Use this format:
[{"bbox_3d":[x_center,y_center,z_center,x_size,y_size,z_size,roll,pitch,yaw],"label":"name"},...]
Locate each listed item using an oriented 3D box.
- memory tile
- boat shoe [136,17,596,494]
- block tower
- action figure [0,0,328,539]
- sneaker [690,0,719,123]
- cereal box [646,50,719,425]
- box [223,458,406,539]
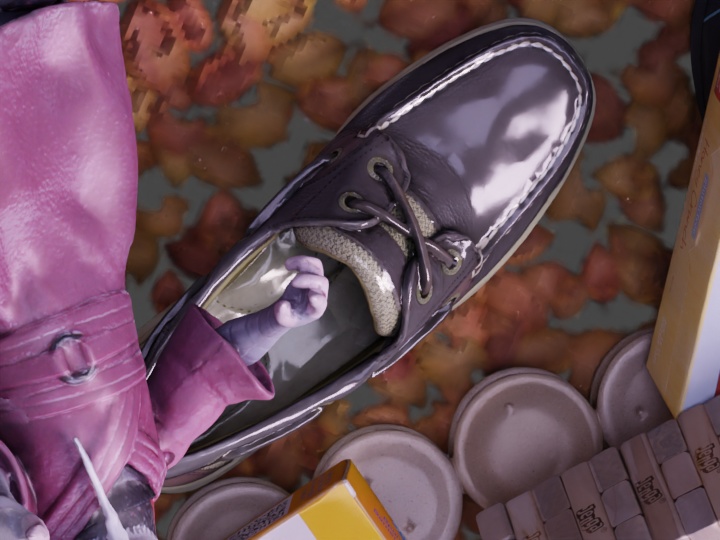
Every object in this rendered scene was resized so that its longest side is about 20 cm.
[{"bbox_3d":[0.046,0.114,0.885,0.200,0.017,0.153,-19,97,-5],"label":"memory tile"},{"bbox_3d":[-0.001,0.000,0.844,0.201,0.066,0.072,-41,99,-2],"label":"boat shoe"},{"bbox_3d":[0.140,0.064,0.830,0.200,0.054,0.058,-29,125,9],"label":"block tower"},{"bbox_3d":[-0.099,0.021,0.774,0.134,0.149,0.200,-19,99,-39],"label":"action figure"},{"bbox_3d":[0.157,-0.110,0.850,0.075,0.079,0.200,12,95,-10],"label":"sneaker"},{"bbox_3d":[0.201,-0.017,0.849,0.200,0.040,0.144,3,118,-13],"label":"cereal box"},{"bbox_3d":[-0.053,0.164,0.852,0.200,0.041,0.119,-33,95,8],"label":"box"}]
